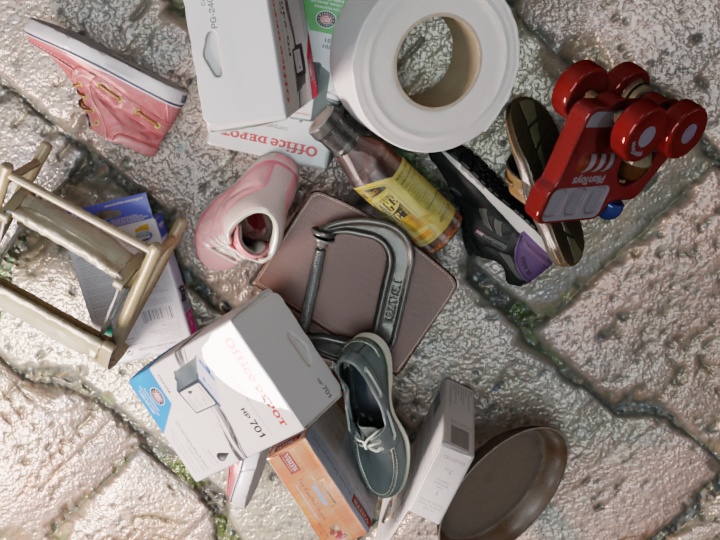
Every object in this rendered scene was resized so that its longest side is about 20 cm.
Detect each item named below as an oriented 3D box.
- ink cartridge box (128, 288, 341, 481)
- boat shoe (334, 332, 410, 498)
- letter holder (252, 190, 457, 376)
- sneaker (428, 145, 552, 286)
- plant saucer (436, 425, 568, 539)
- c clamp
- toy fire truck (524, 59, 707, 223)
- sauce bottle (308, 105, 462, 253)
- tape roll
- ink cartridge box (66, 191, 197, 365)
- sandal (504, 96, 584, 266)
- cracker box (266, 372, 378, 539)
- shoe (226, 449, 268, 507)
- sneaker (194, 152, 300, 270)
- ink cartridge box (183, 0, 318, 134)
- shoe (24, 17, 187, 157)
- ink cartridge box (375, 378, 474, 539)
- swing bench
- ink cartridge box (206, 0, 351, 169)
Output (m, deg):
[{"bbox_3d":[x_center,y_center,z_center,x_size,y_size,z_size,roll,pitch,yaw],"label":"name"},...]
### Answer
[{"bbox_3d":[-0.142,0.130,1.405,0.200,0.086,0.147,-31,95,41],"label":"ink cartridge box"},{"bbox_3d":[0.007,0.172,1.407,0.073,0.062,0.200,2,110,27],"label":"boat shoe"},{"bbox_3d":[0.000,0.000,1.466,0.200,0.101,0.142,32,104,-4],"label":"letter holder"},{"bbox_3d":[0.138,-0.061,1.451,0.200,0.076,0.088,44,111,-7],"label":"sneaker"},{"bbox_3d":[0.164,0.261,1.502,0.032,0.200,0.200,42,111,39],"label":"plant saucer"},{"bbox_3d":[-0.032,0.028,1.409,0.171,0.027,0.200,18,105,0],"label":"c clamp"},{"bbox_3d":[0.274,-0.130,1.373,0.112,0.200,0.168,42,123,33],"label":"toy fire truck"},{"bbox_3d":[0.026,-0.102,1.397,0.200,0.066,0.066,41,105,-18],"label":"sauce bottle"},{"bbox_3d":[0.071,-0.232,1.366,0.202,0.071,0.203,-9,113,-21],"label":"tape roll"},{"bbox_3d":[-0.280,0.009,1.524,0.119,0.042,0.200,-13,106,11],"label":"ink cartridge box"},{"bbox_3d":[0.198,-0.097,1.421,0.055,0.082,0.200,-19,88,44],"label":"sandal"},{"bbox_3d":[-0.034,0.220,1.476,0.058,0.200,0.134,-29,100,15],"label":"cracker box"},{"bbox_3d":[-0.157,0.188,1.543,0.091,0.071,0.200,15,104,7],"label":"shoe"},{"bbox_3d":[-0.140,-0.040,1.431,0.075,0.105,0.200,28,135,-18],"label":"sneaker"},{"bbox_3d":[-0.106,-0.228,1.272,0.083,0.200,0.145,-7,104,8],"label":"ink cartridge box"},{"bbox_3d":[-0.307,-0.210,1.450,0.200,0.071,0.091,27,101,-7],"label":"shoe"},{"bbox_3d":[0.077,0.240,1.472,0.045,0.200,0.176,26,107,-2],"label":"ink cartridge box"},{"bbox_3d":[-0.337,-0.006,1.441,0.199,0.130,0.200,28,108,-1],"label":"swing bench"},{"bbox_3d":[-0.084,-0.227,1.418,0.146,0.083,0.200,12,107,2],"label":"ink cartridge box"}]
